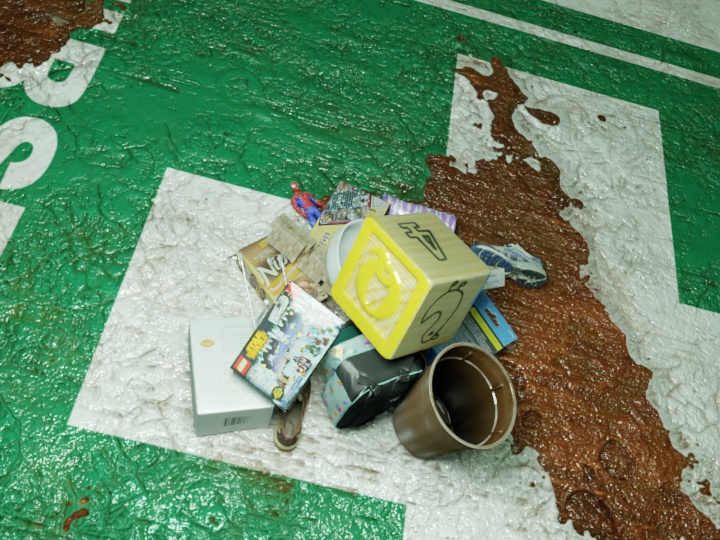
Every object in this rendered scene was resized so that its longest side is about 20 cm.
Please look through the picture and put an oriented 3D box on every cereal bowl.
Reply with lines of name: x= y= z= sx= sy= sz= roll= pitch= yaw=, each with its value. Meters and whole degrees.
cereal bowl: x=0.000 y=0.000 z=1.644 sx=0.198 sy=0.083 sz=0.205 roll=22 pitch=57 yaw=-38

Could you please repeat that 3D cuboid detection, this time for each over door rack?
over door rack: x=-0.174 y=0.049 z=1.571 sx=0.147 sy=0.066 sz=0.204 roll=1 pitch=62 yaw=-57

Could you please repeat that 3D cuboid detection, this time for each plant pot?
plant pot: x=0.169 y=0.273 z=1.524 sx=0.196 sy=0.198 sz=0.205 roll=13 pitch=59 yaw=-24

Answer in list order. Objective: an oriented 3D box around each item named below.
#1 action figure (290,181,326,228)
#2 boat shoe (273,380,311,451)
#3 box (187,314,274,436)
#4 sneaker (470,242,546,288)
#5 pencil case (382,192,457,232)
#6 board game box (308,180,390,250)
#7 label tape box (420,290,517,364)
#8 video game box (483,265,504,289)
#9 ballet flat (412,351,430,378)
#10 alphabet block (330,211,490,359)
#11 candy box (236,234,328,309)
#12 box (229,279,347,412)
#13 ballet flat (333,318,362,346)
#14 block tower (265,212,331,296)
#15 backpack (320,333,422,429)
action figure: x=-0.111 y=-0.134 z=1.834 sx=0.064 sy=0.052 sz=0.201 roll=-26 pitch=64 yaw=-22
boat shoe: x=-0.134 y=0.253 z=1.556 sx=0.070 sy=0.073 sz=0.204 roll=12 pitch=55 yaw=-5
box: x=-0.259 y=0.204 z=1.535 sx=0.148 sy=0.107 sz=0.204 roll=-2 pitch=58 yaw=-16
sneaker: x=0.353 y=-0.025 z=1.872 sx=0.196 sy=0.078 sz=0.086 roll=22 pitch=44 yaw=-8
pencil case: x=0.134 y=-0.120 z=1.869 sx=0.196 sy=0.085 sz=0.086 roll=19 pitch=31 yaw=-3
board game box: x=-0.032 y=-0.095 z=1.773 sx=0.133 sy=0.035 sz=0.202 roll=26 pitch=65 yaw=10
label tape box: x=0.227 y=0.148 z=1.721 sx=0.197 sy=0.064 sz=0.146 roll=-23 pitch=65 yaw=-26
video game box: x=0.186 y=0.013 z=1.712 sx=0.179 sy=0.198 sz=0.048 roll=-11 pitch=103 yaw=-36
ballet flat: x=0.094 y=0.174 z=1.649 sx=0.201 sy=0.057 sz=0.067 roll=49 pitch=59 yaw=-9
alphabet block: x=0.094 y=0.022 z=1.484 sx=0.197 sy=0.198 sz=0.196 roll=-10 pitch=45 yaw=-46
candy box: x=-0.174 y=0.020 z=1.710 sx=0.114 sy=0.056 sz=0.201 roll=-27 pitch=69 yaw=-29
box: x=-0.134 y=0.141 z=1.459 sx=0.136 sy=0.040 sz=0.202 roll=34 pitch=88 yaw=8
ballet flat: x=-0.014 y=0.134 z=1.669 sx=0.073 sy=0.074 sz=0.200 roll=39 pitch=57 yaw=13
block tower: x=-0.117 y=-0.036 z=1.697 sx=0.199 sy=0.058 sz=0.054 roll=42 pitch=32 yaw=1
backpack: x=0.005 y=0.217 z=1.537 sx=0.173 sy=0.202 sz=0.154 roll=-21 pitch=61 yaw=-30
